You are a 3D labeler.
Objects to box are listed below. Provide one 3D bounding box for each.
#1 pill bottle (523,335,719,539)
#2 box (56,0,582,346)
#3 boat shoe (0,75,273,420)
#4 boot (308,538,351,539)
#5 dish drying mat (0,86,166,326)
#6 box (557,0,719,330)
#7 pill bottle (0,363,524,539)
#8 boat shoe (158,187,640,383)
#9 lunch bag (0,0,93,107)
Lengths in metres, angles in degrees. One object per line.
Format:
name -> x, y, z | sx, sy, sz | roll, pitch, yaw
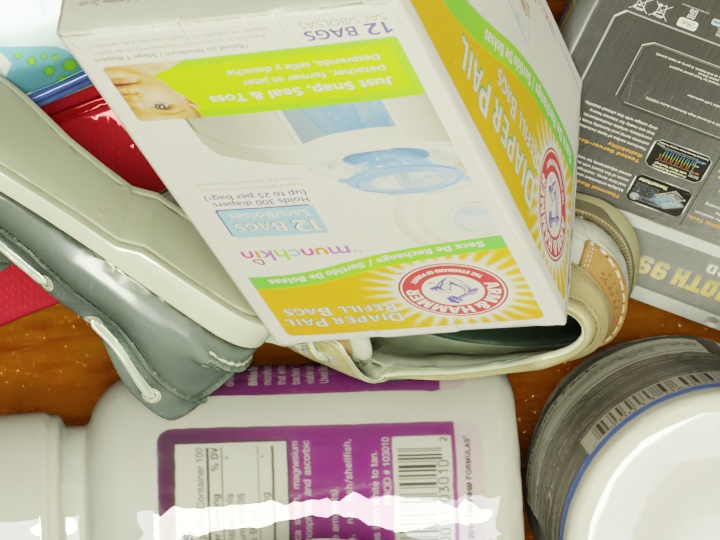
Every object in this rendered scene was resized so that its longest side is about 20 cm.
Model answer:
pill bottle -> 0.119, 0.085, 1.000 | 0.114, 0.200, 0.114 | 0, 96, -2
box -> -0.004, -0.067, 0.896 | 0.112, 0.200, 0.102 | -4, 59, 18
boat shoe -> -0.124, -0.019, 0.975 | 0.200, 0.073, 0.062 | 35, 113, -7
boot -> 0.002, 0.153, 0.988 | 0.095, 0.074, 0.200 | -12, 143, 34
dish drying mat -> -0.073, -0.046, 1.067 | 0.200, 0.018, 0.077 | -22, 99, 0
box -> 0.162, -0.042, 1.019 | 0.200, 0.048, 0.159 | 20, 137, -4
pill bottle -> -0.042, 0.092, 1.039 | 0.200, 0.112, 0.113 | -2, 97, -2
boat shoe -> 0.000, 0.000, 1.016 | 0.200, 0.068, 0.075 | 0, 114, 16
lunch bag -> -0.118, -0.170, 1.020 | 0.160, 0.082, 0.200 | -22, 98, -3
